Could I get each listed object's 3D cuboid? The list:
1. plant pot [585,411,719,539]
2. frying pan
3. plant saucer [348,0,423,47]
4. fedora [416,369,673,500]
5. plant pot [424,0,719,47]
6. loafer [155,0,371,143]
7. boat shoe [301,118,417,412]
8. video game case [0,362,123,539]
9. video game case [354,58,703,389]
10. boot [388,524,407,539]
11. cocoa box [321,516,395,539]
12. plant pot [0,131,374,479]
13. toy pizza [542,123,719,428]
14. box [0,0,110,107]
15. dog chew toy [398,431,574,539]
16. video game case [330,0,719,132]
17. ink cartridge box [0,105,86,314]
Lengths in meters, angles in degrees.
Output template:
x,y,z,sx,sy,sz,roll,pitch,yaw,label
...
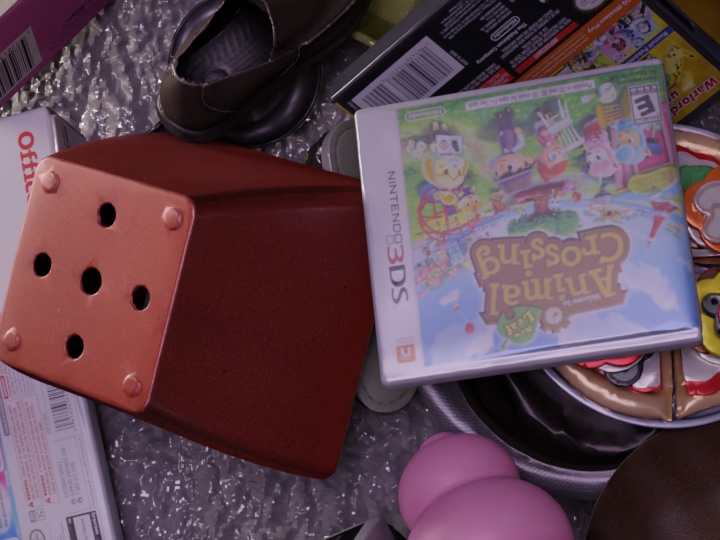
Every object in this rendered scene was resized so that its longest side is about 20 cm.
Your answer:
x,y,z,sx,sy,sz,roll,pitch,yaw,label
0.243,0.199,1.100,0.186,0.200,0.188,-1,102,-5,plant pot
-0.119,-0.134,1.343,0.189,0.031,0.115,-13,98,13,frying pan
0.002,-0.272,1.354,0.199,0.048,0.201,30,88,16,plant saucer
0.137,0.059,1.240,0.199,0.090,0.178,24,87,10,fedora
0.152,-0.217,1.252,0.199,0.200,0.142,3,50,13,plant pot
-0.057,-0.168,1.269,0.073,0.071,0.200,38,73,9,loafer
0.000,0.000,1.301,0.071,0.061,0.202,-2,81,-28,boat shoe
-0.267,0.156,1.342,0.181,0.024,0.201,-15,83,10,video game case
0.101,-0.029,1.168,0.199,0.022,0.183,-9,74,11,video game case
-0.037,0.221,1.254,0.211,0.079,0.158,42,98,6,boot
-0.029,0.247,1.112,0.133,0.200,0.132,-24,90,9,cocoa box
-0.120,0.013,1.222,0.199,0.176,0.201,17,94,34,plant pot
0.191,-0.001,1.179,0.199,0.032,0.201,0,74,1,toy pizza
-0.301,-0.233,1.368,0.200,0.097,0.176,37,72,15,box
0.083,0.183,1.134,0.124,0.125,0.200,-29,54,6,dog chew toy
0.112,-0.122,1.214,0.200,0.181,0.026,-38,29,30,video game case
-0.289,-0.018,1.356,0.199,0.084,0.145,-14,76,10,ink cartridge box
